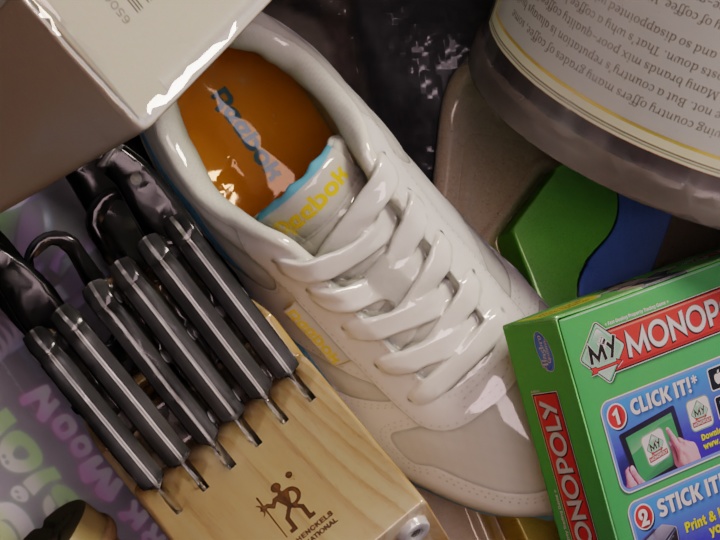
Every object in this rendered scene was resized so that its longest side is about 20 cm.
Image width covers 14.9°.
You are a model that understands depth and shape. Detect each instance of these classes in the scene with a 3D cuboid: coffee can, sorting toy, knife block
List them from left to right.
[{"bbox_3d":[-0.040,0.050,0.827,0.064,0.200,0.176,-38,57,-5],"label":"knife block"},{"bbox_3d":[0.108,0.039,0.907,0.184,0.036,0.202,10,81,-14],"label":"sorting toy"},{"bbox_3d":[0.131,-0.130,0.830,0.145,0.147,0.201,12,116,-13],"label":"coffee can"}]

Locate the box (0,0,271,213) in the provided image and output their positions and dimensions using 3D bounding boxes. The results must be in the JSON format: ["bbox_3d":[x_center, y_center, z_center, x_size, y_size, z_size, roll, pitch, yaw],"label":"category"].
[{"bbox_3d":[-0.106,-0.065,0.744,0.078,0.200,0.095,49,56,-13],"label":"box"}]

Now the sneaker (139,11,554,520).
[{"bbox_3d":[0.000,0.000,0.844,0.077,0.081,0.200,-45,86,-3],"label":"sneaker"}]

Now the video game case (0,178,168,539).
[{"bbox_3d":[-0.117,0.051,0.853,0.182,0.023,0.200,-39,94,-15],"label":"video game case"}]

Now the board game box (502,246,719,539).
[{"bbox_3d":[0.143,0.054,0.867,0.199,0.029,0.136,-18,93,-35],"label":"board game box"}]

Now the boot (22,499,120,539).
[{"bbox_3d":[-0.051,0.187,0.820,0.199,0.066,0.176,32,92,-16],"label":"boot"}]
